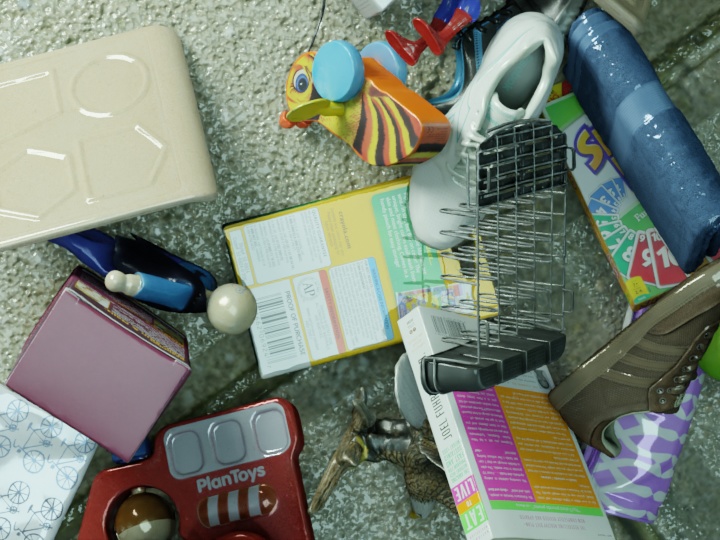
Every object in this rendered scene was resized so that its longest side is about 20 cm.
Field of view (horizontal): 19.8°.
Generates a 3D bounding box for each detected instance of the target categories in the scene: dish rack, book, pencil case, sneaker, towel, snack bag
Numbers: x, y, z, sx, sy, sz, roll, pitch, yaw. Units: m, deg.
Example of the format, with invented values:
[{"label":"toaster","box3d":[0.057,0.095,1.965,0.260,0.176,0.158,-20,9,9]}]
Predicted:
[{"label":"dish rack","box3d":[0.107,-0.013,1.544,0.054,0.153,0.201,7,103,32]},{"label":"book","box3d":[0.110,0.127,1.591,0.048,0.133,0.201,-39,54,33]},{"label":"pencil case","box3d":[0.228,0.103,1.664,0.085,0.084,0.201,14,92,-39]},{"label":"sneaker","box3d":[0.094,-0.106,1.584,0.070,0.080,0.201,26,101,-5]},{"label":"sneaker","box3d":[0.121,-0.186,1.640,0.082,0.073,0.201,26,91,-5]},{"label":"sneaker","box3d":[0.236,0.065,1.582,0.076,0.070,0.200,51,122,5]},{"label":"towel","box3d":[0.224,-0.103,1.580,0.048,0.112,0.201,-27,73,-7]},{"label":"snack bag","box3d":[-0.333,0.170,1.651,0.199,0.021,0.189,27,92,-6]}]

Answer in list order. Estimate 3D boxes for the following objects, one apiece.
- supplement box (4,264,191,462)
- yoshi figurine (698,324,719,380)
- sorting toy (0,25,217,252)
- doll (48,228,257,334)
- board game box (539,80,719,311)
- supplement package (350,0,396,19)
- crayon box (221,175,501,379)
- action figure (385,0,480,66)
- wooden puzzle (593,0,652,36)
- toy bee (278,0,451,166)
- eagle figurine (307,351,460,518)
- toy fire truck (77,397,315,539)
[{"label":"supplement box","box3d":[-0.196,0.067,1.565,0.110,0.200,0.086,34,91,-7]},{"label":"yoshi figurine","box3d":[0.332,0.060,1.638,0.112,0.200,0.113,-39,60,26]},{"label":"sorting toy","box3d":[-0.221,-0.099,1.590,0.199,0.037,0.186,-12,53,-6]},{"label":"doll","box3d":[-0.172,-0.002,1.599,0.199,0.136,0.049,27,99,8]},{"label":"board game box","box3d":[0.219,-0.076,1.645,0.095,0.030,0.201,-23,71,-5]},{"label":"supplement package","box3d":[-0.008,-0.311,1.595,0.120,0.121,0.200,-40,97,-2]},{"label":"crayon box","box3d":[0.000,0.000,1.654,0.199,0.052,0.126,-14,95,-3]},{"label":"action figure","box3d":[0.099,-0.240,1.616,0.200,0.065,0.052,-44,101,-29]},{"label":"wooden puzzle","box3d":[0.163,-0.293,1.589,0.185,0.037,0.201,36,48,-18]},{"label":"toy bee","box3d":[-0.012,-0.138,1.622,0.130,0.200,0.109,12,127,-30]},{"label":"eagle figurine","box3d":[0.077,0.165,1.640,0.199,0.151,0.152,22,81,4]},{"label":"toy fire truck","box3d":[-0.131,0.199,1.624,0.199,0.112,0.169,-14,77,12]}]
